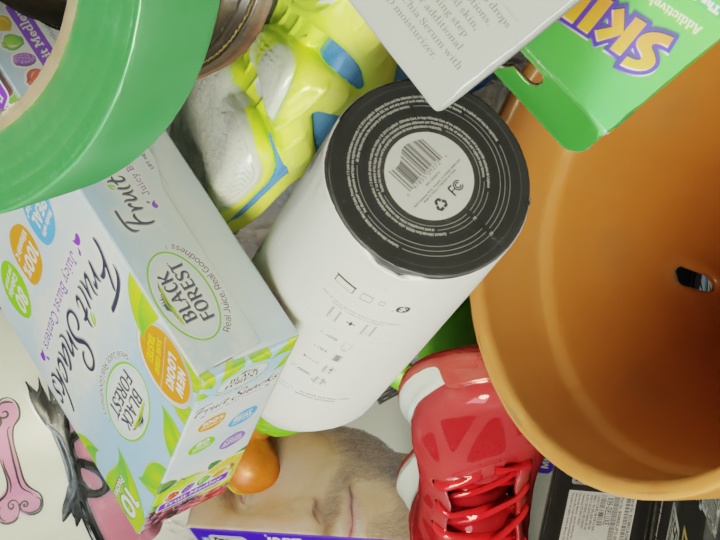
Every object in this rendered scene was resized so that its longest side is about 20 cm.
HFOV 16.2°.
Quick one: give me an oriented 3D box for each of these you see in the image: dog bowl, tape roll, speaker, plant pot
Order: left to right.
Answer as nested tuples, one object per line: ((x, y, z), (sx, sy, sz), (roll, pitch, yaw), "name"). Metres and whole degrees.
((-0.139, -0.120, 0.875), (0.199, 0.048, 0.202), (10, 109, 32), "tape roll")
((-0.144, 0.051, 1.204), (0.073, 0.201, 0.201), (-11, 142, 4), "dog bowl")
((0.000, 0.000, 1.011), (0.081, 0.082, 0.200), (21, 156, -7), "speaker")
((0.159, -0.009, 0.987), (0.139, 0.202, 0.199), (8, 159, -43), "plant pot")

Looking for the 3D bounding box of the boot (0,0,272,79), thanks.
((-0.107, -0.115, 0.917), (0.096, 0.075, 0.200), (14, 180, -31), "boot")

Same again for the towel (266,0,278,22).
((-0.141, -0.158, 1.045), (0.199, 0.035, 0.193), (-8, 136, 35), "towel")

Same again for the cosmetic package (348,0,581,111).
((0.074, -0.154, 0.847), (0.200, 0.071, 0.102), (-37, 92, 36), "cosmetic package")

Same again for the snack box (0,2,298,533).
((-0.111, -0.010, 1.057), (0.201, 0.053, 0.142), (56, 152, 18), "snack box")

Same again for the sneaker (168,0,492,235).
((-0.004, -0.070, 1.025), (0.104, 0.076, 0.200), (8, 145, -26), "sneaker")

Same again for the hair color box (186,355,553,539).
((0.024, 0.097, 1.257), (0.199, 0.110, 0.065), (0, 149, 22), "hair color box")

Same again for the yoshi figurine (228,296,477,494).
((0.005, 0.051, 1.172), (0.199, 0.113, 0.112), (-29, 112, 22), "yoshi figurine")

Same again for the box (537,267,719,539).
((0.127, 0.092, 1.126), (0.049, 0.201, 0.158), (3, 144, 18), "box")

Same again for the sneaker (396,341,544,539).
((0.059, 0.112, 1.090), (0.078, 0.116, 0.200), (-9, 156, -2), "sneaker")

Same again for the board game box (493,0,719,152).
((0.113, -0.132, 0.899), (0.096, 0.030, 0.200), (46, 122, -5), "board game box")
